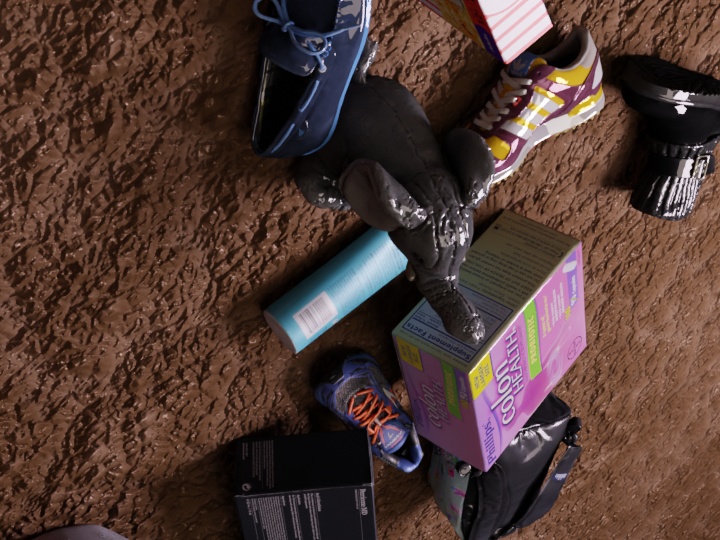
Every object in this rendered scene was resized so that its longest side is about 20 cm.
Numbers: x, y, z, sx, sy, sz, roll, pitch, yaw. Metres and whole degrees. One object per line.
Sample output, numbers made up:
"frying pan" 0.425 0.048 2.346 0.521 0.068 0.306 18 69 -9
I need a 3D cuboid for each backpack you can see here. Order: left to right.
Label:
"backpack" 0.161 0.233 1.348 0.167 0.127 0.200 -8 131 -20

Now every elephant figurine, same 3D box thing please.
"elephant figurine" 0.049 -0.064 0.932 0.142 0.200 0.155 -48 140 6

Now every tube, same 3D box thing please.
"tube" 0.000 0.000 1.073 0.200 0.050 0.078 -37 144 -15

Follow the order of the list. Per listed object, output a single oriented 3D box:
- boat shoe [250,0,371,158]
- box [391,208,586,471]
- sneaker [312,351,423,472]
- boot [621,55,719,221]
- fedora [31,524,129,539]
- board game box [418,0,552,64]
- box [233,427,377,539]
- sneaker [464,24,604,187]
"boat shoe" -0.041 -0.166 0.857 0.069 0.084 0.200 -24 136 -39
"box" 0.142 0.072 1.170 0.200 0.097 0.176 -45 144 -26
"sneaker" 0.019 0.153 1.194 0.075 0.078 0.200 -43 141 -1
"boot" 0.323 -0.133 1.196 0.211 0.079 0.158 4 122 -42
"fedora" -0.265 0.309 1.083 0.200 0.090 0.177 -3 125 -30
"board game box" 0.034 -0.246 0.761 0.046 0.200 0.152 -40 140 -3
"box" -0.053 0.263 1.192 0.141 0.079 0.200 -3 133 1
"sneaker" 0.140 -0.154 1.040 0.200 0.075 0.090 -35 132 -20
